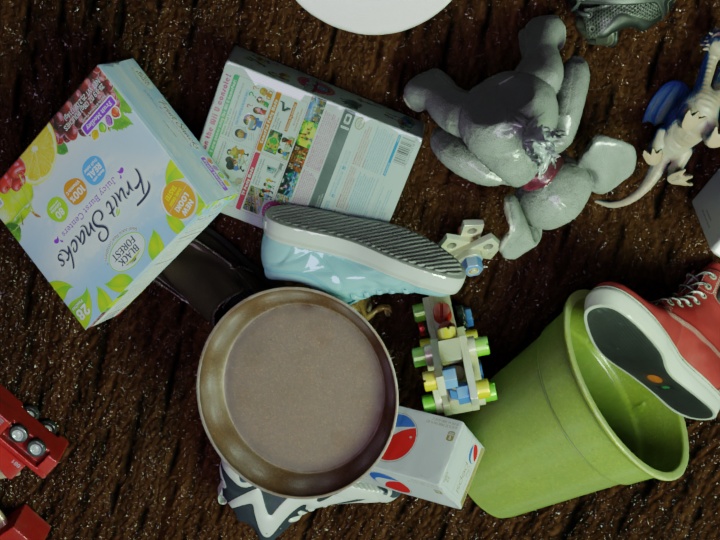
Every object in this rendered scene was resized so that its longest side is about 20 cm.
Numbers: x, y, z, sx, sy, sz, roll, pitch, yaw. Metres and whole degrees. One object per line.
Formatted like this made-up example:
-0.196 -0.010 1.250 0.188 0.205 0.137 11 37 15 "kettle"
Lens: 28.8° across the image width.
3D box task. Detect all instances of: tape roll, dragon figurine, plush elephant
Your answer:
0.013 -0.316 1.268 0.200 0.037 0.205 2 113 5 "tape roll"
0.299 -0.136 1.308 0.058 0.100 0.201 27 132 -9 "dragon figurine"
0.158 -0.108 1.285 0.163 0.201 0.155 -28 130 3 "plush elephant"

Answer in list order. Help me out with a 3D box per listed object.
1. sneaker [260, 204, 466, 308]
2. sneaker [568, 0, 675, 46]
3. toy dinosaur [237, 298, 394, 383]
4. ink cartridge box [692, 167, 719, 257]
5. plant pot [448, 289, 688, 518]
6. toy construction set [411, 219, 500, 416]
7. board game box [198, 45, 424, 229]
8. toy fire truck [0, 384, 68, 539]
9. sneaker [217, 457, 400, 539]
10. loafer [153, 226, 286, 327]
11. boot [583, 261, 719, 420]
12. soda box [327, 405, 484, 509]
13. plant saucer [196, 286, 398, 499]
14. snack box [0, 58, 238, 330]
0.000 0.000 1.321 0.198 0.074 0.083 17 119 12 "sneaker"
0.191 -0.269 1.251 0.197 0.076 0.115 20 107 -10 "sneaker"
-0.029 0.069 1.414 0.200 0.060 0.106 -48 110 -10 "toy dinosaur"
0.423 -0.083 1.284 0.128 0.126 0.201 33 112 -10 "ink cartridge box"
0.190 0.153 1.385 0.189 0.201 0.200 -33 107 29 "plant pot"
0.089 0.053 1.354 0.091 0.202 0.132 0 148 12 "toy construction set"
-0.056 -0.108 1.347 0.198 0.064 0.149 21 113 -5 "board game box"
-0.395 0.207 1.517 0.200 0.049 0.141 42 110 -13 "toy fire truck"
-0.062 0.235 1.492 0.197 0.080 0.130 8 135 -21 "sneaker"
-0.141 0.015 1.402 0.198 0.072 0.073 29 112 -8 "loafer"
0.293 0.032 1.335 0.072 0.146 0.200 -4 145 47 "boot"
0.016 0.169 1.366 0.198 0.069 0.064 10 155 33 "soda box"
-0.057 0.113 1.321 0.198 0.034 0.203 2 99 15 "plant saucer"
-0.239 -0.072 1.335 0.200 0.068 0.169 -41 85 29 "snack box"
